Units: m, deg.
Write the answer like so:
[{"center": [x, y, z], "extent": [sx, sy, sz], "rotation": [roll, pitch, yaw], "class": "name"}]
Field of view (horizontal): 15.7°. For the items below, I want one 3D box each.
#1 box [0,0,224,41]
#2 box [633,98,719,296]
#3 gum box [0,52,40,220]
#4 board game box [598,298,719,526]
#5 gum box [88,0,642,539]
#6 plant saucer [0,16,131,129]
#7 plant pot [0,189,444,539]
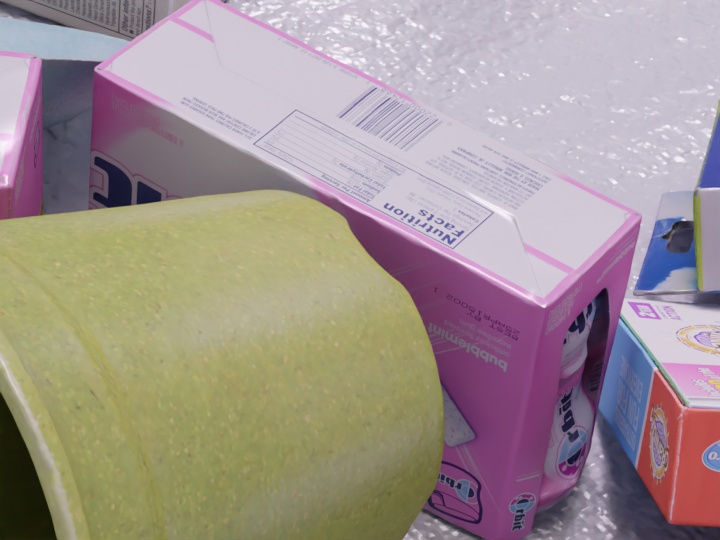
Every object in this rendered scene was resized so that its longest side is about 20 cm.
[{"center": [-0.150, -0.174, 1.113], "extent": [0.200, 0.095, 0.078], "rotation": [22, 42, 14], "class": "box"}, {"center": [0.207, -0.029, 0.982], "extent": [0.200, 0.048, 0.122], "rotation": [0, 20, 13], "class": "box"}, {"center": [-0.213, -0.022, 0.899], "extent": [0.200, 0.114, 0.066], "rotation": [7, 46, 0], "class": "gum box"}, {"center": [0.191, 0.051, 0.901], "extent": [0.200, 0.040, 0.153], "rotation": [4, 12, -5], "class": "board game box"}, {"center": [0.000, 0.000, 0.921], "extent": [0.200, 0.114, 0.066], "rotation": [28, 45, 22], "class": "gum box"}, {"center": [-0.179, -0.078, 0.997], "extent": [0.201, 0.039, 0.201], "rotation": [7, 9, -1], "class": "plant saucer"}, {"center": [-0.081, 0.056, 0.807], "extent": [0.184, 0.201, 0.200], "rotation": [-19, 47, -43], "class": "plant pot"}]
